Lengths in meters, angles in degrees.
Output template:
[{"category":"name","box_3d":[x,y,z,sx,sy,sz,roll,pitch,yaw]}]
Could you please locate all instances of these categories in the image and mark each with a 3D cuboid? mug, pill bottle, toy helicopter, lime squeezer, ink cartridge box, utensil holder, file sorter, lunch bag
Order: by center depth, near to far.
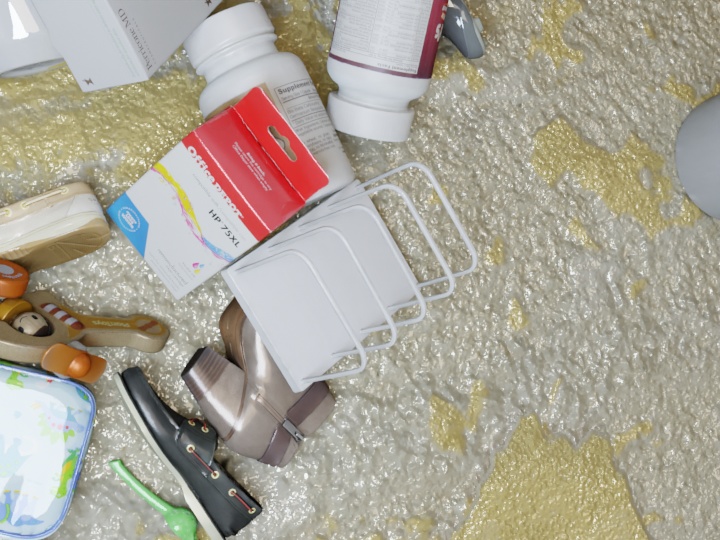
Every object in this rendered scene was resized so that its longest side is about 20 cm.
[{"category":"lunch bag","box_3d":[-0.355,0.159,0.922,0.200,0.082,0.161,16,81,-14]},{"category":"toy helicopter","box_3d":[-0.261,0.059,0.928,0.200,0.132,0.079,7,113,-43]},{"category":"ink cartridge box","box_3d":[-0.136,-0.069,0.942,0.116,0.200,0.067,52,40,-6]},{"category":"mug","box_3d":[-0.306,-0.270,0.943,0.186,0.149,0.153,-15,98,-10]},{"category":"file sorter","box_3d":[0.000,0.000,0.974,0.200,0.124,0.139,-38,103,-39]},{"category":"lime squeezer","box_3d":[-0.190,0.278,0.983,0.071,0.038,0.200,-12,90,-16]},{"category":"pill bottle","box_3d":[-0.096,-0.157,1.003,0.114,0.114,0.200,-26,93,-16]},{"category":"pill bottle","box_3d":[0.027,-0.239,1.019,0.109,0.110,0.200,7,109,-15]},{"category":"utensil holder","box_3d":[0.473,-0.142,1.119,0.170,0.200,0.170,1,85,-16]}]

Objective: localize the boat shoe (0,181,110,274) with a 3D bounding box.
[{"category":"boat shoe","box_3d":[-0.341,-0.031,0.953,0.200,0.074,0.069,-17,67,-8]}]

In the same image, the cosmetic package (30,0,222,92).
[{"category":"cosmetic package","box_3d":[-0.204,-0.267,0.937,0.108,0.085,0.200,65,36,-35]}]

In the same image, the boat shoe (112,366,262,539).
[{"category":"boat shoe","box_3d":[-0.170,0.172,0.978,0.063,0.074,0.201,-35,102,-11]}]

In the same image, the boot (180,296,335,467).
[{"category":"boot","box_3d":[-0.082,0.093,1.020,0.146,0.070,0.200,42,74,-17]}]

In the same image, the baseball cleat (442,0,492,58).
[{"category":"baseball cleat","box_3d":[0.052,-0.299,1.091,0.106,0.070,0.200,-34,90,-2]}]
